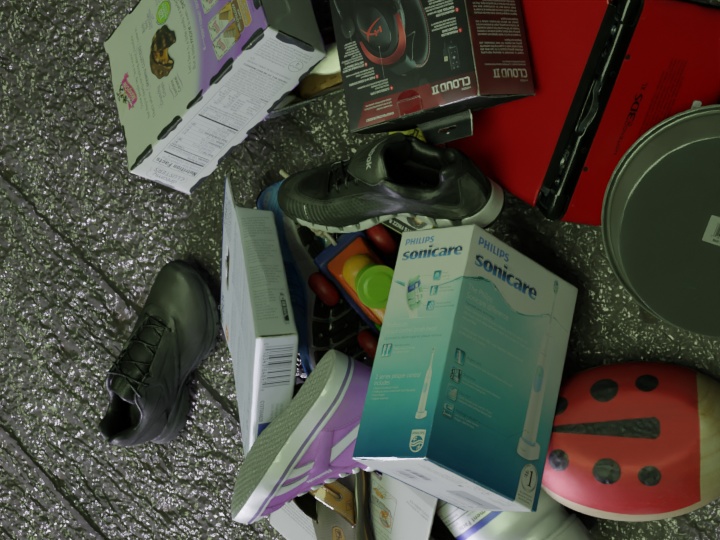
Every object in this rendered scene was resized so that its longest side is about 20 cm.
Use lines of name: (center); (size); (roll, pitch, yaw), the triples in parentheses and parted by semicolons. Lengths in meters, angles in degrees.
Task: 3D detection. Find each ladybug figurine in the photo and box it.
ladybug figurine: (0.225, 0.139, 1.577); (0.199, 0.072, 0.136); (-6, 74, 12)

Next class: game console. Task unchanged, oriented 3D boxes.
game console: (0.190, -0.150, 1.548); (0.119, 0.172, 0.200); (-123, 45, -54)

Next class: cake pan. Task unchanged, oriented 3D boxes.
cake pan: (0.292, -0.032, 1.509); (0.200, 0.037, 0.201); (3, 112, 8)

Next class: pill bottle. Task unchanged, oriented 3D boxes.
pill bottle: (0.112, 0.181, 1.660); (0.112, 0.112, 0.200); (-43, 83, 31)

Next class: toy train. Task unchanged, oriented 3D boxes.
toy train: (0.000, 0.000, 1.627); (0.085, 0.116, 0.200); (-41, 107, -2)

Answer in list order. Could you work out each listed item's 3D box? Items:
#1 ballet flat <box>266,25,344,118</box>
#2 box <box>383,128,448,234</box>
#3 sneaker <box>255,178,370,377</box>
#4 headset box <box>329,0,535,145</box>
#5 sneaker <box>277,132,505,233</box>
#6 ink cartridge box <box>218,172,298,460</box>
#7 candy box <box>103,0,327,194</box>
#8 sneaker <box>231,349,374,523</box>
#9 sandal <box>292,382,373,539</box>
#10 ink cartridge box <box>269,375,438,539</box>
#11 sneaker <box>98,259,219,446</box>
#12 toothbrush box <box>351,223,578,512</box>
ballet flat: (-0.051, -0.180, 1.670); (0.200, 0.072, 0.072); (-15, 97, 31)
box: (0.071, -0.126, 1.629); (0.075, 0.050, 0.200); (31, 115, 19)
sneaker: (-0.048, 0.009, 1.734); (0.090, 0.078, 0.201); (2, 105, 49)
headset box: (0.053, -0.203, 1.540); (0.148, 0.075, 0.201); (-13, 85, 44)
sneaker: (0.015, -0.077, 1.558); (0.199, 0.067, 0.091); (2, 149, 26)
ink cartridge box: (-0.092, 0.048, 1.687); (0.040, 0.200, 0.200); (-5, 138, -11)
candy box: (-0.132, -0.195, 1.661); (0.200, 0.071, 0.168); (-43, 46, 31)
sneaker: (-0.025, 0.164, 1.609); (0.114, 0.073, 0.201); (26, 127, -19)
sandal: (-0.035, 0.200, 1.683); (0.082, 0.054, 0.201); (7, 108, 49)
ink cartridge box: (0.004, 0.212, 1.719); (0.200, 0.045, 0.177); (38, 128, 37)
sneaker: (-0.197, 0.086, 1.810); (0.076, 0.091, 0.201); (27, 114, 31)
toothbrush box: (0.089, 0.082, 1.547); (0.085, 0.146, 0.201); (-4, 66, 44)
